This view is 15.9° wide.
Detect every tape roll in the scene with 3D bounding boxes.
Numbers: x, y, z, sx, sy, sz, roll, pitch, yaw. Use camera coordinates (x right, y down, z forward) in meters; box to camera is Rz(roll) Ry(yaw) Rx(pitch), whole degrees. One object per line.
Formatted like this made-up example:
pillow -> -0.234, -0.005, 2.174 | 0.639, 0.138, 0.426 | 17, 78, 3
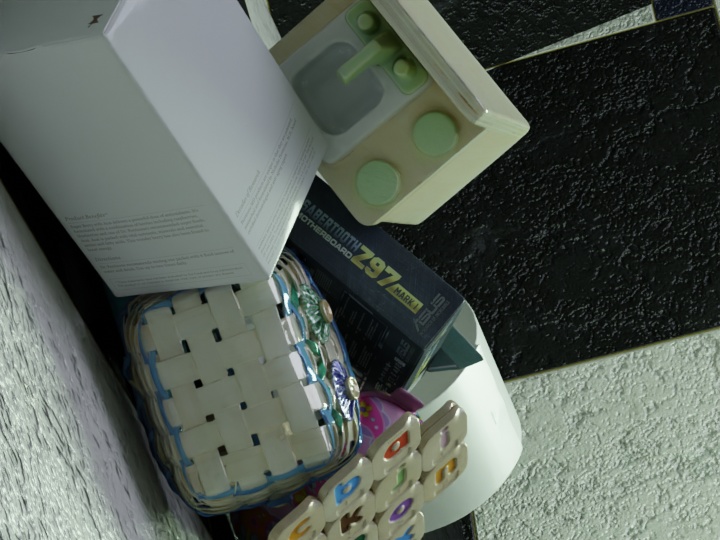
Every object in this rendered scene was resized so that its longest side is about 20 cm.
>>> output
tape roll -> 0.035, 0.128, 2.373 | 0.203, 0.202, 0.139 | -106, 174, -54

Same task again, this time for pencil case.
pencil case -> -0.019, 0.145, 1.770 | 0.200, 0.087, 0.088 | -42, -115, 57

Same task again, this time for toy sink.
toy sink -> 0.014, -0.109, 1.633 | 0.130, 0.112, 0.200 | 51, 9, 6

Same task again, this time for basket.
basket -> -0.075, 0.073, 1.634 | 0.200, 0.139, 0.177 | -178, -111, -83

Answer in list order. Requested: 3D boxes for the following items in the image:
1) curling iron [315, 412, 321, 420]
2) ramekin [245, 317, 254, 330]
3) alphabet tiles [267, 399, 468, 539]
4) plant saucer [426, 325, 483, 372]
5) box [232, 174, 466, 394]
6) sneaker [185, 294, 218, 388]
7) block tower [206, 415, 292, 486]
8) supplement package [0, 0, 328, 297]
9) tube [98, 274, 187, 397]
curling iron -> -0.006, 0.168, 2.008 | 0.200, 0.026, 0.050 | 65, -36, 41
ramekin -> -0.114, -0.031, 1.965 | 0.200, 0.098, 0.201 | -21, 90, -86
alphabet tiles -> -0.009, 0.165, 1.623 | 0.015, 0.200, 0.196 | 44, -17, 22
plant saucer -> 0.000, 0.000, 1.770 | 0.200, 0.019, 0.070 | 45, -19, -14
box -> -0.016, 0.013, 1.723 | 0.158, 0.051, 0.200 | 39, -18, 6
sneaker -> -0.128, 0.017, 1.826 | 0.104, 0.060, 0.200 | -107, 178, -62
block tower -> -0.068, 0.146, 1.942 | 0.200, 0.054, 0.058 | 61, 9, -66
supplement package -> -0.128, -0.098, 1.520 | 0.200, 0.121, 0.120 | 57, 41, -36
tube -> -0.152, -0.001, 1.702 | 0.077, 0.050, 0.200 | 1, 69, -63
